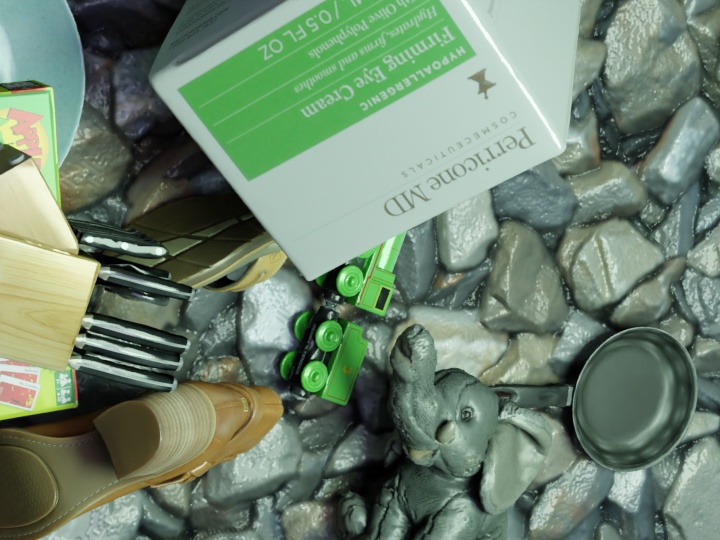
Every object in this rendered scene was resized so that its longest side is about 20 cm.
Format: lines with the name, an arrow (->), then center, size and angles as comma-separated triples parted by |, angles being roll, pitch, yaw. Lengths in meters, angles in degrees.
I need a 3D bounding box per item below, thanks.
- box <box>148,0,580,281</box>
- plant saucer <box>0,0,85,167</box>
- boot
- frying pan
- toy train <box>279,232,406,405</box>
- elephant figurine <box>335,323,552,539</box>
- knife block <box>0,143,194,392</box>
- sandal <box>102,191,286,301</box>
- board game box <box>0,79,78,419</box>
box -> 0.010, -0.143, 1.041 | 0.198, 0.201, 0.172 | -26, 117, 26
plant saucer -> -0.271, -0.120, 1.037 | 0.199, 0.039, 0.204 | -5, 102, -25
boot -> -0.159, 0.119, 1.109 | 0.155, 0.199, 0.077 | -4, 67, -62
frying pan -> 0.179, 0.112, 1.301 | 0.188, 0.031, 0.116 | -19, 107, -18
toy train -> 0.000, 0.000, 1.191 | 0.056, 0.042, 0.202 | 21, 90, -37
elephant figurine -> 0.066, 0.131, 1.187 | 0.140, 0.155, 0.202 | 14, 102, -5
knife block -> -0.203, 0.026, 0.987 | 0.199, 0.064, 0.177 | -31, 112, -18
sandal -> -0.079, -0.020, 1.137 | 0.199, 0.080, 0.054 | -25, 131, -24
board game box -> -0.235, -0.010, 1.027 | 0.101, 0.048, 0.202 | -8, 105, -25
